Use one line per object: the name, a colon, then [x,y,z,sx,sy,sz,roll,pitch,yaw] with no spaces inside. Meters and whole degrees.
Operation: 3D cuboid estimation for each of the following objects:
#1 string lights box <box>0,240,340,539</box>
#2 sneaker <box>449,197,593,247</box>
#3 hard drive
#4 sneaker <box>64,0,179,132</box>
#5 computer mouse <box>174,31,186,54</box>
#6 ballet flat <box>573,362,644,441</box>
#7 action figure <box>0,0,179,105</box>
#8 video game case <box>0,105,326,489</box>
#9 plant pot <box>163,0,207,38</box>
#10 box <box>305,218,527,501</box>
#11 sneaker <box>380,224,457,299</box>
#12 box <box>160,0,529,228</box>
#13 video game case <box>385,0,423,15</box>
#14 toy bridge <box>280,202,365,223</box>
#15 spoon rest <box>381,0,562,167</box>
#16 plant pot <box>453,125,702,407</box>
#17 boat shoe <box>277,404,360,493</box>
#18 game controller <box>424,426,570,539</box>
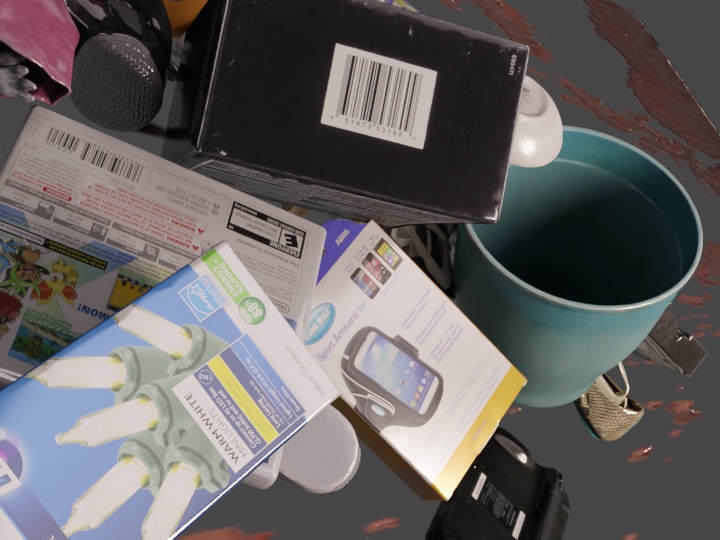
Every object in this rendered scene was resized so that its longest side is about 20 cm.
string lights box: [-0.115,0.084,0.496,0.200,0.059,0.103,-38,89,-36]
sneaker: [0.181,-0.050,1.047,0.146,0.198,0.082,26,57,-54]
hard drive: [0.254,0.033,1.083,0.140,0.038,0.200,42,-4,-23]
sneaker: [-0.212,-0.195,0.752,0.200,0.075,0.114,47,25,-15]
computer mouse: [-0.082,-0.201,0.937,0.109,0.044,0.199,31,19,28]
ballet flat: [0.217,0.077,1.048,0.201,0.075,0.068,54,29,6]
action figure: [-0.206,-0.186,0.643,0.134,0.147,0.201,55,37,-40]
video game case: [-0.124,0.011,0.594,0.198,0.022,0.184,23,50,-15]
plant pot: [-0.150,-0.337,0.883,0.199,0.183,0.201,35,32,-26]
box: [0.020,0.059,0.764,0.200,0.041,0.119,45,63,-8]
sneaker: [0.056,-0.050,0.903,0.074,0.089,0.200,38,-8,43]
box: [-0.023,-0.108,0.710,0.198,0.198,0.125,12,87,-18]
video game case: [0.010,-0.212,0.959,0.199,0.045,0.182,37,33,-9]
toy bridge: [0.000,0.000,0.832,0.027,0.067,0.201,1,56,-54]
spoon rest: [0.082,-0.152,0.861,0.199,0.061,0.100,32,49,-5]
plant pot: [0.167,0.012,0.897,0.197,0.189,0.202,4,50,-4]
boat shoe: [-0.087,0.069,0.641,0.200,0.069,0.057,40,-16,3]
game controller: [0.111,0.197,0.805,0.104,0.042,0.200,37,28,4]
